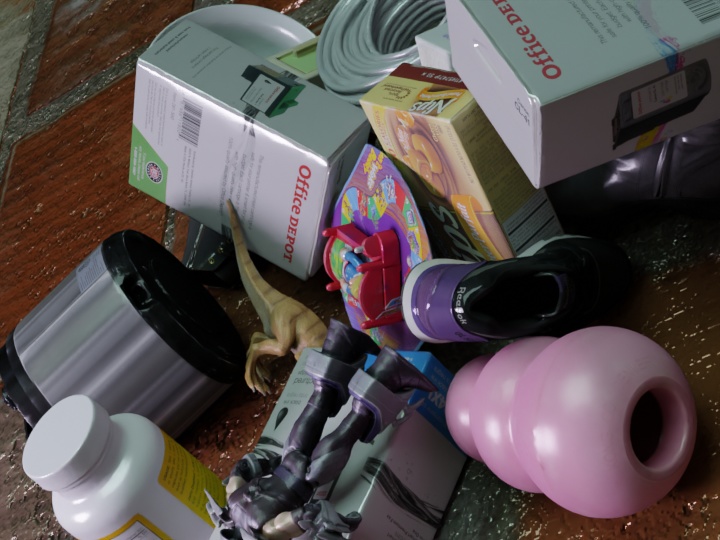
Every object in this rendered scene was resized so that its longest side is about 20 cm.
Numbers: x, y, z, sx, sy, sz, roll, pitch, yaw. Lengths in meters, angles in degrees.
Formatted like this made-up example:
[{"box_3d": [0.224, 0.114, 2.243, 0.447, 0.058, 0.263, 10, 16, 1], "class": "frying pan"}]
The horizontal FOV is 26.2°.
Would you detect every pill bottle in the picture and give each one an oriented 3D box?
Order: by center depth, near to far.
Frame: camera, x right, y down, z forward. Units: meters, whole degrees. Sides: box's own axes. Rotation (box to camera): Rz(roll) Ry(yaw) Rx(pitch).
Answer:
[{"box_3d": [-0.168, 0.181, 1.203, 0.103, 0.200, 0.105, -26, 39, 23], "class": "pill bottle"}]

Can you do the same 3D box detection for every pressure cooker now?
[{"box_3d": [-0.222, 0.085, 1.368, 0.200, 0.179, 0.176, -42, -7, 8], "class": "pressure cooker"}]

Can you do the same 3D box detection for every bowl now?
[{"box_3d": [-0.123, -0.165, 1.566, 0.198, 0.091, 0.203, 4, 58, -6], "class": "bowl"}]

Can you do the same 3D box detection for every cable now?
[{"box_3d": [0.056, -0.211, 1.366, 0.200, 0.069, 0.200, -45, 38, 0], "class": "cable"}]

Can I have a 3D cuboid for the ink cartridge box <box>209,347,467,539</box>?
[{"box_3d": [-0.014, 0.165, 1.163, 0.145, 0.084, 0.201, -1, 53, 44], "class": "ink cartridge box"}]

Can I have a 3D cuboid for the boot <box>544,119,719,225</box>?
[{"box_3d": [0.194, -0.101, 1.148, 0.198, 0.132, 0.070, -3, 53, 27], "class": "boot"}]

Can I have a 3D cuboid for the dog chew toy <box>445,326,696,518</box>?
[{"box_3d": [0.133, 0.099, 1.058, 0.199, 0.124, 0.125, 0, 54, 56], "class": "dog chew toy"}]

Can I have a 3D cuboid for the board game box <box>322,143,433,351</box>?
[{"box_3d": [0.000, 0.000, 1.228, 0.200, 0.039, 0.160, 121, 132, -59], "class": "board game box"}]

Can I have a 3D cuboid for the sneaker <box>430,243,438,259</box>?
[{"box_3d": [0.080, -0.068, 1.320, 0.198, 0.074, 0.116, -17, 41, 20], "class": "sneaker"}]

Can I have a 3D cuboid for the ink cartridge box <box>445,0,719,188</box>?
[{"box_3d": [0.175, -0.160, 1.047, 0.198, 0.086, 0.148, -21, 50, -9], "class": "ink cartridge box"}]

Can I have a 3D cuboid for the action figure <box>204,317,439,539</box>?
[{"box_3d": [-0.037, 0.138, 1.088, 0.130, 0.069, 0.201, 29, 80, 45], "class": "action figure"}]

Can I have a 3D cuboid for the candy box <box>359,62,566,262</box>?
[{"box_3d": [0.088, -0.057, 1.178, 0.055, 0.201, 0.115, -41, 33, -19], "class": "candy box"}]

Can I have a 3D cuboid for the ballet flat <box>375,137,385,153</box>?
[{"box_3d": [0.091, -0.159, 1.389, 0.199, 0.068, 0.076, -39, 59, 13], "class": "ballet flat"}]

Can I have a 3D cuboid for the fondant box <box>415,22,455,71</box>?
[{"box_3d": [0.163, -0.184, 1.222, 0.198, 0.059, 0.144, -26, 27, -13], "class": "fondant box"}]

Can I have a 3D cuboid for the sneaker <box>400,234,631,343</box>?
[{"box_3d": [0.132, 0.020, 1.096, 0.198, 0.077, 0.087, -11, 7, -33], "class": "sneaker"}]

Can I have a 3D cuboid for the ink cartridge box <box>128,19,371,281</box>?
[{"box_3d": [-0.099, -0.105, 1.353, 0.199, 0.147, 0.084, 29, 46, 14], "class": "ink cartridge box"}]

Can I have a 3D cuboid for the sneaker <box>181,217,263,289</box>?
[{"box_3d": [-0.089, -0.040, 1.470, 0.199, 0.075, 0.107, -9, 59, 42], "class": "sneaker"}]

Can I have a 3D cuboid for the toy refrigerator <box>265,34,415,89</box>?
[{"box_3d": [-0.045, -0.177, 1.475, 0.199, 0.071, 0.076, -27, 35, -22], "class": "toy refrigerator"}]

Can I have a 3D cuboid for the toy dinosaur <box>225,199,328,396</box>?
[{"box_3d": [-0.068, 0.045, 1.336, 0.200, 0.060, 0.107, 42, 103, 20], "class": "toy dinosaur"}]
